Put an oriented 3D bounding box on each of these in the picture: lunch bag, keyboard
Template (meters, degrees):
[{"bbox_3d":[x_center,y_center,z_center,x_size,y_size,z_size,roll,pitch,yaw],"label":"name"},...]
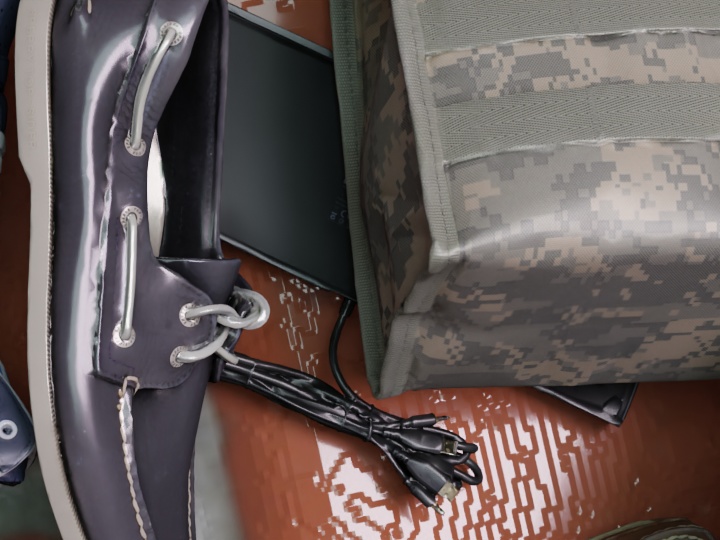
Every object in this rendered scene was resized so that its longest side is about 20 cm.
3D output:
[{"bbox_3d":[0.077,-0.072,0.866,0.164,0.118,0.200,-2,61,-12],"label":"lunch bag"},{"bbox_3d":[0.000,0.000,0.895,0.200,0.021,0.127,25,71,-5],"label":"keyboard"}]

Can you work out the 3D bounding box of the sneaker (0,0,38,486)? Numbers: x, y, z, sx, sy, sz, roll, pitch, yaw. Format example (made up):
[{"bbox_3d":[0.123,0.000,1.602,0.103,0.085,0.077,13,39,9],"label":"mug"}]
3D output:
[{"bbox_3d":[-0.125,-0.004,0.844,0.108,0.070,0.200,30,83,-1],"label":"sneaker"}]

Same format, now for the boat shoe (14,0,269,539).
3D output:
[{"bbox_3d":[-0.062,0.007,0.832,0.063,0.073,0.201,-5,91,14],"label":"boat shoe"}]

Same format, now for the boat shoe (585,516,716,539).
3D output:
[{"bbox_3d":[0.042,0.152,0.849,0.200,0.074,0.076,-39,90,-14],"label":"boat shoe"}]
